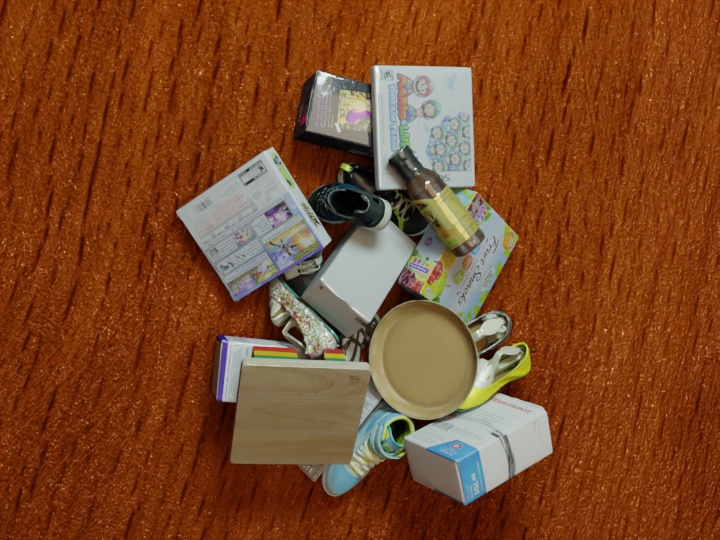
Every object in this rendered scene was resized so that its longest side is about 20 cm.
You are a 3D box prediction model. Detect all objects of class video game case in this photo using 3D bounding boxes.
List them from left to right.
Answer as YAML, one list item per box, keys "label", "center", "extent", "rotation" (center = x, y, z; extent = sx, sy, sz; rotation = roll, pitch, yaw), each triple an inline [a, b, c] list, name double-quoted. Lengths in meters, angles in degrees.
- label: "video game case"
  center: [-0.177, -0.074, 1.415]
  extent: [0.199, 0.045, 0.182]
  rotation: [-29, 97, 23]
- label: "video game case"
  center: [0.106, -0.238, 1.426]
  extent: [0.180, 0.024, 0.202]
  rotation: [-4, 94, -22]

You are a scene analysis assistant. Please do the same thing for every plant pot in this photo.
- label: "plant pot"
  center: [0.109, 0.150, 1.453]
  extent: [0.198, 0.027, 0.202]
  rotation: [1, 92, 27]

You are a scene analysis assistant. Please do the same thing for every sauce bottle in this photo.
- label: "sauce bottle"
  center: [0.121, -0.115, 1.393]
  extent: [0.065, 0.065, 0.200]
  rotation: [-41, 98, -11]

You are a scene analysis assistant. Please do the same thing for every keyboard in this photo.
- label: "keyboard"
  center: [-0.031, 0.278, 1.501]
  extent: [0.200, 0.056, 0.011]
  rotation: [-50, 124, -9]

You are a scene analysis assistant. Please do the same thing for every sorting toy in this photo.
- label: "sorting toy"
  center: [-0.101, 0.211, 1.359]
  extent: [0.198, 0.070, 0.200]
  rotation: [3, 121, -14]

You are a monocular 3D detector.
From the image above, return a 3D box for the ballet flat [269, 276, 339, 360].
- label: "ballet flat"
  center: [-0.111, 0.078, 1.418]
  extent: [0.064, 0.200, 0.076]
  rotation: [-37, 138, -12]

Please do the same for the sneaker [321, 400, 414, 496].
- label: "sneaker"
  center: [0.014, 0.314, 1.473]
  extent: [0.079, 0.130, 0.200]
  rotation: [41, 81, -13]

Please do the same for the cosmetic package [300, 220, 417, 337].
- label: "cosmetic package"
  center: [0.000, 0.000, 1.448]
  extent: [0.113, 0.081, 0.200]
  rotation: [42, 53, -8]

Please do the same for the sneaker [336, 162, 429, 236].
- label: "sneaker"
  center: [0.042, -0.122, 1.502]
  extent: [0.199, 0.083, 0.072]
  rotation: [30, 83, -13]

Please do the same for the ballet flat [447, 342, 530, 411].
- label: "ballet flat"
  center: [0.227, 0.176, 1.492]
  extent: [0.199, 0.067, 0.068]
  rotation: [-21, 130, -36]

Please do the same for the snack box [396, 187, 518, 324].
- label: "snack box"
  center: [0.176, -0.020, 1.510]
  extent: [0.168, 0.067, 0.201]
  rotation: [38, 81, -44]

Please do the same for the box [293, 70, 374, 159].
- label: "box"
  center: [-0.003, -0.258, 1.469]
  extent: [0.198, 0.122, 0.107]
  rotation: [12, 89, -14]

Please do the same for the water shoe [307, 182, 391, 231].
- label: "water shoe"
  center: [-0.033, -0.119, 1.425]
  extent: [0.079, 0.199, 0.072]
  rotation: [28, 81, -43]

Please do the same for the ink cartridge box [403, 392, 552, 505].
- label: "ink cartridge box"
  center: [0.195, 0.289, 1.417]
  extent: [0.199, 0.146, 0.087]
  rotation: [-20, 105, -29]

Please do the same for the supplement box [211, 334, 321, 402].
- label: "supplement box"
  center: [-0.145, 0.171, 1.447]
  extent: [0.198, 0.101, 0.105]
  rotation: [5, 90, -14]

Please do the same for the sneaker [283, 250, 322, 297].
- label: "sneaker"
  center: [-0.103, -0.042, 1.465]
  extent: [0.073, 0.088, 0.202]
  rotation: [-19, 96, -15]

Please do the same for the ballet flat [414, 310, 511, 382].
- label: "ballet flat"
  center: [0.181, 0.125, 1.486]
  extent: [0.199, 0.072, 0.073]
  rotation: [-28, 97, -17]

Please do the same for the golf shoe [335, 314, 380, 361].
- label: "golf shoe"
  center: [-0.006, 0.113, 1.495]
  extent: [0.093, 0.078, 0.202]
  rotation: [-3, 92, -15]
